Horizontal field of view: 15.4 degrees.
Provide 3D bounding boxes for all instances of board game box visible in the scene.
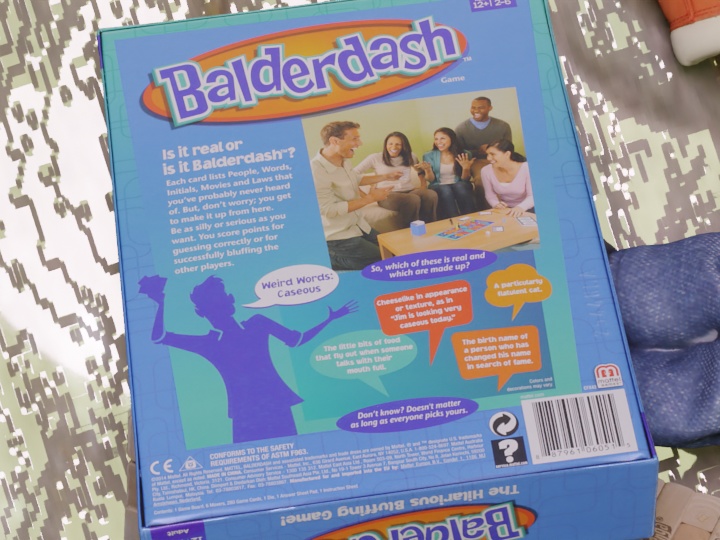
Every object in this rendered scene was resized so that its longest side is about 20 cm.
[{"bbox_3d":[0.000,0.000,0.830,0.151,0.045,0.201,-7,51,-2],"label":"board game box"}]

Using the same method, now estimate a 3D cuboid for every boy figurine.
[{"bbox_3d":[0.157,0.020,0.830,0.199,0.064,0.125,-1,71,29],"label":"boy figurine"}]

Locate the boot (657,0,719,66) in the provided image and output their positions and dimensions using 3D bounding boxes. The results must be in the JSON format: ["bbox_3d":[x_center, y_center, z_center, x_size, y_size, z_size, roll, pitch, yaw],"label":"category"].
[{"bbox_3d":[0.178,-0.133,0.867,0.199,0.075,0.108,-17,89,23],"label":"boot"}]

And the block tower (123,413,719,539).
[{"bbox_3d":[0.018,0.079,0.837,0.199,0.058,0.054,17,126,17],"label":"block tower"}]
